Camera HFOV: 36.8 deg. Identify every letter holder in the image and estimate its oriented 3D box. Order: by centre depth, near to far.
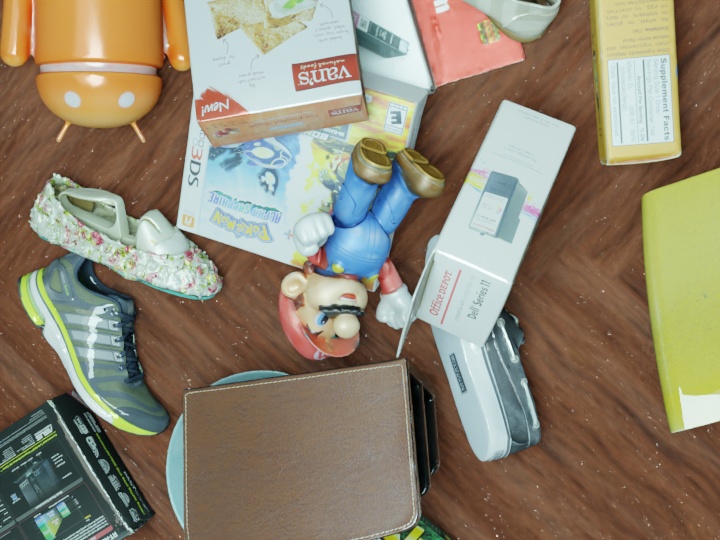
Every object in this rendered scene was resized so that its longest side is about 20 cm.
[{"bbox_3d":[-0.039,0.167,0.908,0.198,0.101,0.143,-10,69,14],"label":"letter holder"}]

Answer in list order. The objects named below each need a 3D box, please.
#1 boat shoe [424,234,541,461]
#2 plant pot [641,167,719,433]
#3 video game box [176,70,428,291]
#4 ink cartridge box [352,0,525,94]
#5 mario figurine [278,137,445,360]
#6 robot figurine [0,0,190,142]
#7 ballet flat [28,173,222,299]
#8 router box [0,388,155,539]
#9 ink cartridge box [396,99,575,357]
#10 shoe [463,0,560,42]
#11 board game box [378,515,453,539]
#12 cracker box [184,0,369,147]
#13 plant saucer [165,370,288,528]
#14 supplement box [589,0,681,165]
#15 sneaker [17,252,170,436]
[{"bbox_3d":[0.111,0.062,0.953,0.067,0.072,0.202,-12,78,-20],"label":"boat shoe"},{"bbox_3d":[0.313,0.010,0.846,0.198,0.200,0.178,-18,81,13],"label":"plant pot"},{"bbox_3d":[-0.057,-0.096,0.954,0.198,0.047,0.184,17,120,10],"label":"video game box"},{"bbox_3d":[0.034,-0.252,0.945,0.172,0.044,0.202,-15,93,14],"label":"ink cartridge box"},{"bbox_3d":[0.000,0.000,0.895,0.123,0.106,0.201,27,119,1],"label":"mario figurine"},{"bbox_3d":[-0.232,-0.216,0.967,0.116,0.143,0.202,4,97,33],"label":"robot figurine"},{"bbox_3d":[-0.218,-0.033,1.002,0.198,0.076,0.064,20,118,8],"label":"ballet flat"},{"bbox_3d":[-0.323,0.231,1.062,0.199,0.062,0.151,-32,88,13],"label":"router box"},{"bbox_3d":[0.100,-0.021,0.869,0.067,0.117,0.201,23,62,7],"label":"ink cartridge box"},{"bbox_3d":[0.082,-0.266,0.905,0.199,0.053,0.070,32,83,-6],"label":"shoe"},{"bbox_3d":[0.032,0.269,0.986,0.200,0.023,0.105,39,98,-9],"label":"board game box"},{"bbox_3d":[-0.073,-0.211,0.881,0.133,0.058,0.202,-10,75,3],"label":"cracker box"},{"bbox_3d":[-0.083,0.190,1.019,0.199,0.039,0.203,1,96,12],"label":"plant saucer"},{"bbox_3d":[0.226,-0.190,0.899,0.068,0.067,0.202,-2,96,9],"label":"supplement box"},{"bbox_3d":[-0.240,0.067,1.024,0.081,0.074,0.201,-37,89,10],"label":"sneaker"}]
